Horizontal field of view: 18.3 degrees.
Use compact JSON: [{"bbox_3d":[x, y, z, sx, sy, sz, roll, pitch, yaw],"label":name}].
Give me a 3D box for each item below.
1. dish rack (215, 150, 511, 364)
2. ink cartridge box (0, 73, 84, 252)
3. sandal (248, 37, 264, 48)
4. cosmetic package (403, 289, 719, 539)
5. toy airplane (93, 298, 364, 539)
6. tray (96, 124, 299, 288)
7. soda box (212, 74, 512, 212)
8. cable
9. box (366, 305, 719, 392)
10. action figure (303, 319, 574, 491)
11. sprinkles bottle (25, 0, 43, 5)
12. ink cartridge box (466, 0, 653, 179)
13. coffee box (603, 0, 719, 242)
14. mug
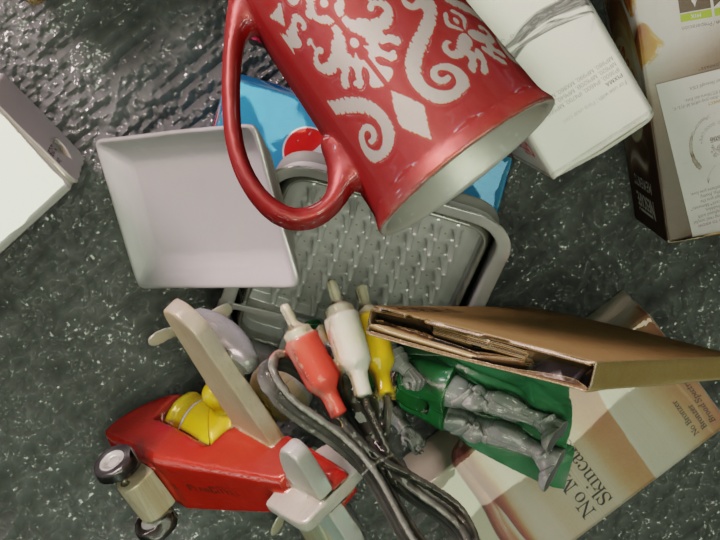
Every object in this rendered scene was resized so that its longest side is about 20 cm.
[{"bbox_3d":[0.000,0.000,1.496,0.170,0.044,0.201,16,138,-6],"label":"dish rack"},{"bbox_3d":[-0.281,-0.029,1.458,0.200,0.144,0.084,-41,101,3],"label":"ink cartridge box"},{"bbox_3d":[-0.034,-0.156,1.493,0.199,0.075,0.045,27,96,-11],"label":"sandal"},{"bbox_3d":[0.140,0.119,1.548,0.200,0.087,0.104,-39,102,3],"label":"cosmetic package"},{"bbox_3d":[-0.064,0.112,1.491,0.198,0.200,0.142,30,54,1],"label":"toy airplane"},{"bbox_3d":[-0.103,-0.042,1.462,0.022,0.199,0.108,-22,102,-34],"label":"tray"},{"bbox_3d":[-0.003,-0.075,1.514,0.198,0.064,0.068,15,98,-8],"label":"soda box"},{"bbox_3d":[0.006,0.102,1.394,0.097,0.050,0.201,-14,66,-37],"label":"cable"},{"bbox_3d":[0.124,0.047,1.402,0.162,0.199,0.021,13,96,34],"label":"box"},{"bbox_3d":[0.043,0.079,1.470,0.199,0.055,0.119,23,141,21],"label":"action figure"},{"bbox_3d":[-0.149,-0.253,1.468,0.199,0.068,0.069,-31,101,1],"label":"sprinkles bottle"},{"bbox_3d":[0.097,-0.169,1.464,0.084,0.146,0.201,-34,100,-1],"label":"ink cartridge box"},{"bbox_3d":[0.218,-0.130,1.498,0.079,0.114,0.202,-10,100,-2],"label":"coffee box"},{"bbox_3d":[-0.006,-0.133,1.346,0.177,0.133,0.201,-30,80,-38],"label":"mug"}]
